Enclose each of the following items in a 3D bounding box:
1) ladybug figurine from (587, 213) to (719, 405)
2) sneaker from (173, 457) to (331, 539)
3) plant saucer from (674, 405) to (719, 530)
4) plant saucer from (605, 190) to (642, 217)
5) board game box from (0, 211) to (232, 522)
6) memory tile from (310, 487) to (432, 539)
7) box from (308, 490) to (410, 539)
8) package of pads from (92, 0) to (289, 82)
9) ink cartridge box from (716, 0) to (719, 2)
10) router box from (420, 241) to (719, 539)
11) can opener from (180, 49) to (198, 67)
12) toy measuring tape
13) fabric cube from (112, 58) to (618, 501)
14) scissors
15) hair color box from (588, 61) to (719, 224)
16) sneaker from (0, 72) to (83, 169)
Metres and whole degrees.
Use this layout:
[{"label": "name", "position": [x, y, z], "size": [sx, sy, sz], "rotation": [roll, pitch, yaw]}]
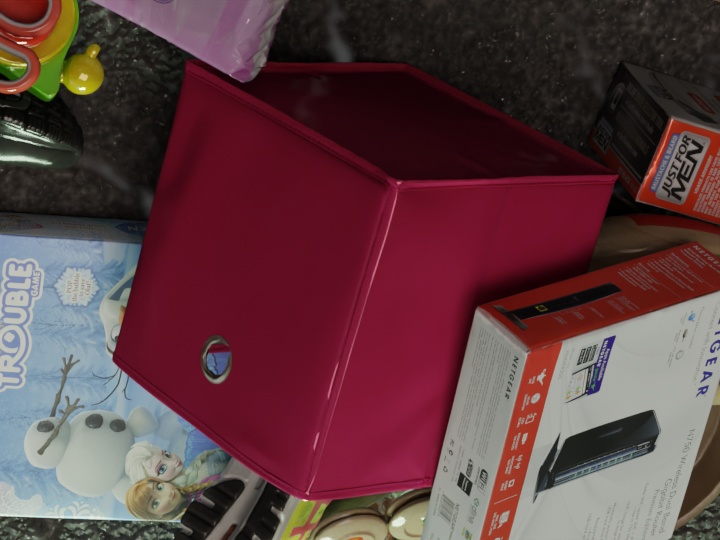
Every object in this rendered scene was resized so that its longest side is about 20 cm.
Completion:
[{"label": "ladybug figurine", "position": [0.199, 0.020, 1.624], "size": [0.199, 0.072, 0.136], "rotation": [18, 130, -20]}, {"label": "sneaker", "position": [-0.053, 0.142, 1.682], "size": [0.200, 0.078, 0.090], "rotation": [-47, 158, -26]}, {"label": "plant saucer", "position": [0.166, 0.096, 1.716], "size": [0.199, 0.029, 0.201], "rotation": [-5, 114, -11]}, {"label": "plant saucer", "position": [0.110, 0.025, 1.706], "size": [0.200, 0.035, 0.201], "rotation": [-4, 114, -9]}, {"label": "board game box", "position": [-0.173, 0.064, 1.656], "size": [0.198, 0.043, 0.201], "rotation": [3, 113, -13]}, {"label": "memory tile", "position": [0.047, 0.197, 1.703], "size": [0.153, 0.017, 0.200], "rotation": [-16, 146, -5]}, {"label": "box", "position": [-0.014, 0.178, 1.712], "size": [0.200, 0.041, 0.039], "rotation": [-33, 110, 21]}, {"label": "package of pads", "position": [-0.120, -0.208, 1.488], "size": [0.200, 0.076, 0.121], "rotation": [29, 107, 7]}, {"label": "ink cartridge box", "position": [0.245, -0.267, 1.584], "size": [0.164, 0.075, 0.200], "rotation": [12, 111, -18]}, {"label": "router box", "position": [0.130, 0.094, 1.531], "size": [0.179, 0.049, 0.200], "rotation": [-16, 131, -35]}, {"label": "can opener", "position": [-0.076, -0.145, 1.591], "size": [0.067, 0.053, 0.201], "rotation": [-28, 121, -36]}, {"label": "toy measuring tape", "position": [-0.234, -0.173, 1.533], "size": [0.200, 0.074, 0.074], "rotation": [33, 104, -7]}, {"label": "fabric cube", "position": [0.000, 0.000, 1.541], "size": [0.200, 0.196, 0.200], "rotation": [-3, 117, -44]}, {"label": "scissors", "position": [-0.264, -0.177, 1.496], "size": [0.200, 0.014, 0.073], "rotation": [31, 87, 0]}, {"label": "hair color box", "position": [0.259, -0.064, 1.656], "size": [0.199, 0.111, 0.064], "rotation": [16, 109, -18]}, {"label": "sneaker", "position": [-0.268, -0.090, 1.561], "size": [0.199, 0.076, 0.091], "rotation": [15, 119, -11]}]
